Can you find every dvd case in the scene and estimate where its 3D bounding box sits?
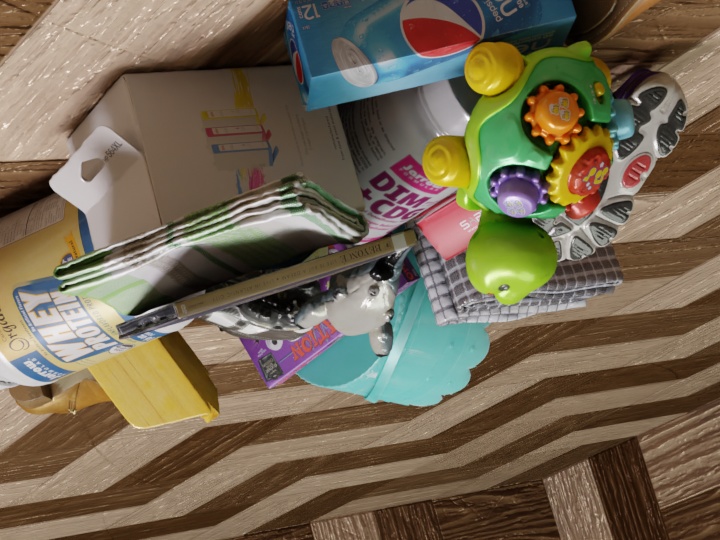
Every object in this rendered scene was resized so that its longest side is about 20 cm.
[{"bbox_3d":[-0.073,0.012,1.423,0.199,0.016,0.149,-18,180,-25],"label":"dvd case"}]

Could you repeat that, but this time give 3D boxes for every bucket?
[{"bbox_3d":[0.019,0.031,1.835,0.207,0.208,0.134,-28,157,38],"label":"bucket"}]

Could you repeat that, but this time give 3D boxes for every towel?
[{"bbox_3d":[0.143,-0.042,1.757,0.199,0.166,0.086,-8,158,-30],"label":"towel"},{"bbox_3d":[-0.104,-0.010,1.366,0.199,0.031,0.149,-21,163,14],"label":"towel"}]

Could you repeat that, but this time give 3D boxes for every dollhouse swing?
[{"bbox_3d":[-0.254,0.102,1.751,0.175,0.182,0.200,-36,-171,-1],"label":"dollhouse swing"}]

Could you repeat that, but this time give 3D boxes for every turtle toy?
[{"bbox_3d":[0.126,-0.074,1.365,0.145,0.101,0.201,-1,123,-47],"label":"turtle toy"}]

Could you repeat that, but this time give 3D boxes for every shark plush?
[{"bbox_3d":[0.000,0.000,1.618,0.090,0.084,0.200,16,157,0],"label":"shark plush"}]

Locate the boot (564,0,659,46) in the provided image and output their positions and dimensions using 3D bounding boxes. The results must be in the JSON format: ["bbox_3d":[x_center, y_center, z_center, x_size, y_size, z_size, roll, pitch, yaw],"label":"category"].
[{"bbox_3d":[0.238,-0.231,1.368,0.155,0.077,0.200,-13,159,-28],"label":"boot"}]

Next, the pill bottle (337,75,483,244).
[{"bbox_3d":[0.040,-0.108,1.497,0.113,0.114,0.200,-4,161,-40],"label":"pill bottle"}]

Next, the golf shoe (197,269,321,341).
[{"bbox_3d":[-0.136,0.025,1.726,0.199,0.078,0.095,18,154,2],"label":"golf shoe"}]

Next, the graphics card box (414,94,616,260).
[{"bbox_3d":[0.135,-0.094,1.585,0.125,0.051,0.200,-31,-168,33],"label":"graphics card box"}]

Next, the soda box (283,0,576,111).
[{"bbox_3d":[0.048,-0.175,1.353,0.199,0.065,0.068,-15,166,-10],"label":"soda box"}]

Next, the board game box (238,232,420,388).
[{"bbox_3d":[-0.047,0.011,1.765,0.200,0.120,0.032,-38,173,33],"label":"board game box"}]

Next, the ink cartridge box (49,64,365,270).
[{"bbox_3d":[-0.123,-0.071,1.429,0.199,0.126,0.128,-8,163,-31],"label":"ink cartridge box"}]

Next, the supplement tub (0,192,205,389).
[{"bbox_3d":[-0.244,0.010,1.559,0.199,0.145,0.144,-23,164,22],"label":"supplement tub"}]

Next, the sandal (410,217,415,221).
[{"bbox_3d":[0.033,-0.076,1.666,0.200,0.080,0.058,-2,135,-17],"label":"sandal"}]

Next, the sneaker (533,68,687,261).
[{"bbox_3d":[0.216,-0.094,1.686,0.200,0.081,0.083,-50,-158,10],"label":"sneaker"}]

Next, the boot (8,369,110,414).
[{"bbox_3d":[-0.286,0.114,2.085,0.200,0.071,0.144,-14,172,3],"label":"boot"}]
